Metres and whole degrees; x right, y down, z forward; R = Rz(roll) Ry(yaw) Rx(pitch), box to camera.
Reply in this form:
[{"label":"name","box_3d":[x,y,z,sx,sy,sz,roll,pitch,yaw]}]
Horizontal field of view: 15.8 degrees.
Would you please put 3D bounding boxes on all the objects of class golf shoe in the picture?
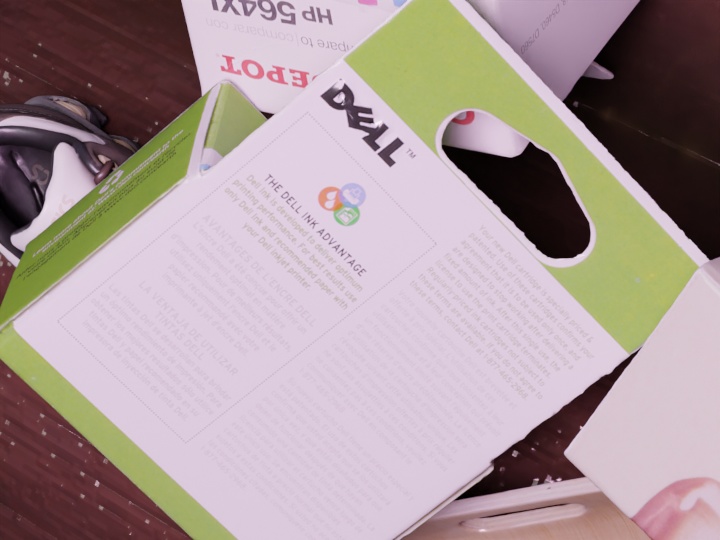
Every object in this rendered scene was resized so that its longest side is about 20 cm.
[{"label":"golf shoe","box_3d":[-0.078,-0.002,0.959,0.199,0.094,0.078,26,99,24]}]

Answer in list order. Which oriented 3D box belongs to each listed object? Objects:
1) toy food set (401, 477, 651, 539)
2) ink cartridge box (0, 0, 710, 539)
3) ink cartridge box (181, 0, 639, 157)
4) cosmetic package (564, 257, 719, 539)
[{"label":"toy food set","box_3d":[0.070,0.175,0.895,0.143,0.060,0.201,-13,83,27]},{"label":"ink cartridge box","box_3d":[0.000,0.000,0.867,0.200,0.076,0.148,-38,109,20]},{"label":"ink cartridge box","box_3d":[0.016,-0.140,0.859,0.128,0.125,0.201,12,133,28]},{"label":"cosmetic package","box_3d":[0.175,0.086,0.809,0.200,0.103,0.087,45,121,20]}]
